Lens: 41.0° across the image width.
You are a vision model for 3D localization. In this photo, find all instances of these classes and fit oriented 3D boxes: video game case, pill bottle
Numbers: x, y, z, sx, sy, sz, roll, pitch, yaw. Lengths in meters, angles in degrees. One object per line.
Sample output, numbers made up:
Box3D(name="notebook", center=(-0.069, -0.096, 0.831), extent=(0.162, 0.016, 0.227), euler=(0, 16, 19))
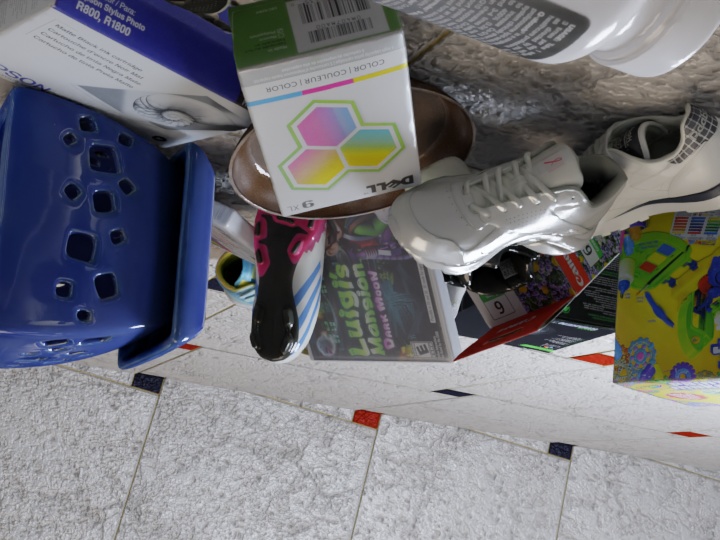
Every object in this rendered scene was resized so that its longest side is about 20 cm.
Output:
Box3D(name="video game case", center=(-0.171, -0.056, 1.021), extent=(0.181, 0.023, 0.200), euler=(24, 172, 21))
Box3D(name="video game case", center=(0.000, 0.000, 0.973), extent=(0.181, 0.201, 0.023), euler=(-3, -159, 35))
Box3D(name="pill bottle", center=(0.066, -0.161, 0.433), extent=(0.199, 0.117, 0.116), euler=(14, 164, -24))

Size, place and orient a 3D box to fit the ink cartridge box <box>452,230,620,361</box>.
Box3D(name="ink cartridge box", center=(0.160, 0.004, 0.881), extent=(0.109, 0.051, 0.200), euler=(-28, -175, 46))

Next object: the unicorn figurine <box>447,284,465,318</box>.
Box3D(name="unicorn figurine", center=(0.090, -0.007, 1.011), extent=(0.137, 0.201, 0.074), euler=(25, -170, 30))

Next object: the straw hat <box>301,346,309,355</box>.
Box3D(name="straw hat", center=(-0.020, 0.003, 1.113), extent=(0.200, 0.201, 0.085), euler=(1, 126, 22))

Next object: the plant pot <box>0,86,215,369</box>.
Box3D(name="plant pot", center=(-0.233, -0.017, 0.824), extent=(0.179, 0.201, 0.200), euler=(9, 163, -26))

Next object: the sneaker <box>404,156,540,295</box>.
Box3D(name="sneaker", center=(0.113, -0.030, 0.836), extent=(0.077, 0.112, 0.200), euler=(-30, 166, 21))

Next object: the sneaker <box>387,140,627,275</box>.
Box3D(name="sneaker", center=(0.111, -0.058, 0.705), extent=(0.199, 0.078, 0.099), euler=(-12, 154, -32))

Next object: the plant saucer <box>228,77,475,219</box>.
Box3D(name="plant saucer", center=(-0.008, -0.100, 0.773), extent=(0.199, 0.032, 0.200), euler=(-10, 157, -5))

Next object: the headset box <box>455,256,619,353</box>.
Box3D(name="headset box", center=(0.186, 0.027, 1.133), extent=(0.173, 0.093, 0.200), euler=(12, 165, -13))

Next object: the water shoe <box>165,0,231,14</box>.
Box3D(name="water shoe", center=(-0.127, -0.181, 0.527), extent=(0.071, 0.079, 0.200), euler=(4, 165, 15))

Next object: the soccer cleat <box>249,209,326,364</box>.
Box3D(name="soccer cleat", center=(-0.069, -0.008, 0.963), extent=(0.069, 0.201, 0.086), euler=(11, -175, 14))

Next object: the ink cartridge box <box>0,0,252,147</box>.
Box3D(name="ink cartridge box", center=(-0.162, -0.155, 0.717), extent=(0.199, 0.041, 0.199), euler=(-7, 160, 44))

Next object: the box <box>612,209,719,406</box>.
Box3D(name="box", center=(0.324, 0.005, 0.780), extent=(0.122, 0.194, 0.199), euler=(18, 163, -35))

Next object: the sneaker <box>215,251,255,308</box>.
Box3D(name="sneaker", center=(-0.100, 0.019, 1.272), extent=(0.199, 0.080, 0.131), euler=(4, 166, 10))

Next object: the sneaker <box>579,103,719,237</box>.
Box3D(name="sneaker", center=(0.210, -0.083, 0.776), extent=(0.080, 0.077, 0.200), euler=(31, 152, -28))

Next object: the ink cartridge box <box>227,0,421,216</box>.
Box3D(name="ink cartridge box", center=(-0.017, -0.096, 0.662), extent=(0.103, 0.060, 0.200), euler=(-13, 145, -1))
